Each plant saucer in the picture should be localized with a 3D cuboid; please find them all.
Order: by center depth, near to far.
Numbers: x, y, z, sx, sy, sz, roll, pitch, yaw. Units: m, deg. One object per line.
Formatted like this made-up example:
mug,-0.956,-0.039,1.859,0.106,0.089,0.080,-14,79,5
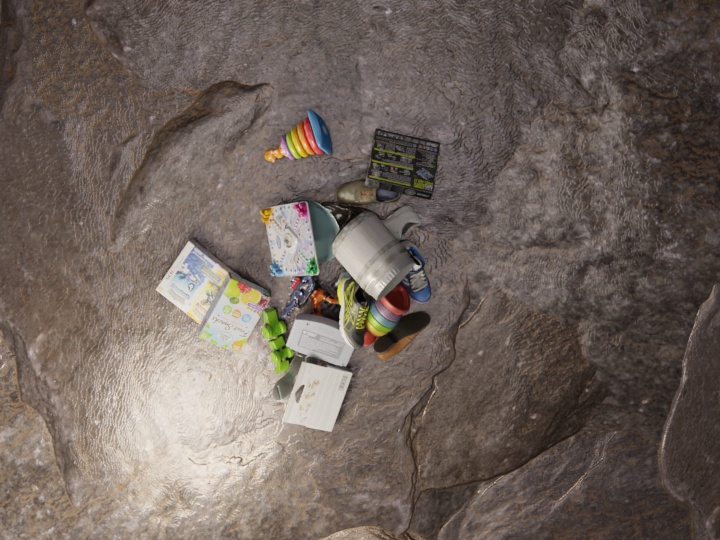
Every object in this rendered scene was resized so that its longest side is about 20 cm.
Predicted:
plant saucer,-0.137,-0.120,1.559,0.195,0.039,0.206,14,126,20

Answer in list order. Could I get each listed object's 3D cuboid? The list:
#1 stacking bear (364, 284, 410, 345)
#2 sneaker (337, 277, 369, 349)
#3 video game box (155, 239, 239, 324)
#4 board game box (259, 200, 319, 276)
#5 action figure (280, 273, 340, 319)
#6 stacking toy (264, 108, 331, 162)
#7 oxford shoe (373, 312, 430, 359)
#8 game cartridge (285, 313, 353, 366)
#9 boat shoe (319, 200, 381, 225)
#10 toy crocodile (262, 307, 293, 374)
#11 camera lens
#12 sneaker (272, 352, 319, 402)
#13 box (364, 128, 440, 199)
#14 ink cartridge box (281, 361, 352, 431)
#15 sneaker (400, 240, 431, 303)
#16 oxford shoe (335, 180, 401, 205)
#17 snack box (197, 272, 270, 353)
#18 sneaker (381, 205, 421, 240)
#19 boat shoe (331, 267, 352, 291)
stacking bear,0.049,0.140,1.581,0.119,0.116,0.201,14,128,-34
sneaker,-0.014,0.120,1.521,0.083,0.073,0.207,-10,91,42
video game box,-0.481,0.042,1.611,0.198,0.047,0.184,37,99,-5
board game box,-0.207,-0.084,1.536,0.196,0.026,0.207,-2,100,43
action figure,-0.151,0.086,1.611,0.194,0.104,0.200,48,124,0
stacking toy,-0.186,-0.358,1.529,0.195,0.109,0.119,-21,83,14
oxford shoe,0.131,0.199,1.632,0.197,0.072,0.072,-33,136,-3
game cartridge,-0.111,0.201,1.585,0.195,0.041,0.135,20,125,-8
boat shoe,-0.033,-0.157,1.569,0.194,0.065,0.074,17,97,-3
toy crocodile,-0.256,0.214,1.632,0.066,0.061,0.206,-22,100,-39
camera lens,0.030,-0.045,1.457,0.160,0.160,0.201,-43,78,6
sneaker,-0.189,0.317,1.644,0.070,0.081,0.201,35,78,26
box,0.120,-0.302,1.525,0.193,0.044,0.165,11,74,-2
ink cartridge box,-0.134,0.377,1.635,0.169,0.044,0.205,17,99,-22
sneaker,0.157,0.009,1.549,0.079,0.146,0.205,-26,96,-4
oxford shoe,0.023,-0.226,1.553,0.193,0.074,0.073,-4,99,1
snack box,-0.373,0.127,1.593,0.140,0.053,0.203,28,99,-30
sneaker,0.086,-0.104,1.549,0.198,0.089,0.076,-37,135,1
boat shoe,0.000,0.000,1.589,0.090,0.071,0.202,36,98,-7
